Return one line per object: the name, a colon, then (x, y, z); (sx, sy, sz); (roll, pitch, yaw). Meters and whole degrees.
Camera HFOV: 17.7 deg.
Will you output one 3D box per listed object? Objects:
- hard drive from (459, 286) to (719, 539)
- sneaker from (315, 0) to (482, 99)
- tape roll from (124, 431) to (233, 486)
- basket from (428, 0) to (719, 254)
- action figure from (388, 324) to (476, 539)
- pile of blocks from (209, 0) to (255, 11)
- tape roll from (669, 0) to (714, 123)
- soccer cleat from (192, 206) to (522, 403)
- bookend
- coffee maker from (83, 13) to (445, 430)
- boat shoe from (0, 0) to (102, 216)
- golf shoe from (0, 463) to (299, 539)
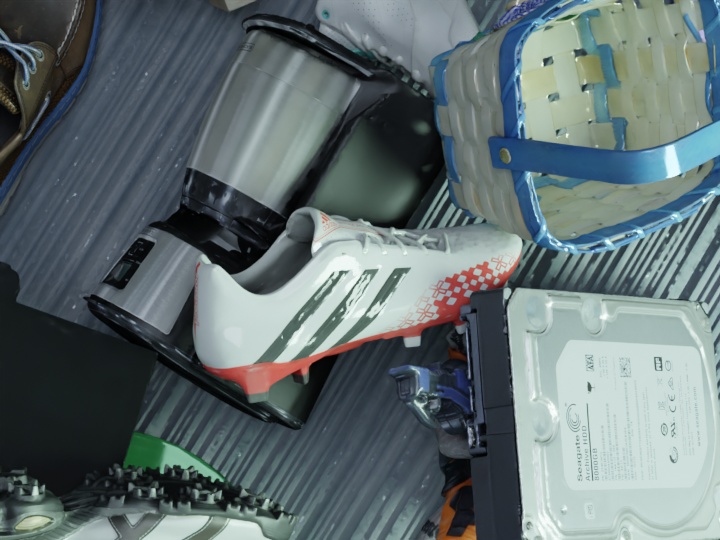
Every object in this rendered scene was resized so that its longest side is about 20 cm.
hard drive: (0.132, 0.083, 1.264); (0.038, 0.199, 0.141); (-11, 79, 41)
sneaker: (0.020, -0.143, 1.353); (0.088, 0.075, 0.201); (-32, 74, 3)
tape roll: (-0.146, 0.192, 1.320); (0.198, 0.048, 0.202); (0, 83, 0)
basket: (0.140, -0.084, 1.217); (0.176, 0.199, 0.140); (-22, 112, -36)
action figure: (0.052, 0.106, 1.288); (0.104, 0.199, 0.195); (-3, 71, 41)
pile of blocks: (-0.129, -0.203, 1.323); (0.198, 0.062, 0.083); (11, 98, -22)
tape roll: (0.277, -0.134, 1.334); (0.198, 0.085, 0.202); (0, 83, 2)
soccer cleat: (0.000, 0.000, 1.222); (0.199, 0.069, 0.086); (-21, 115, -23)
bookend: (-0.143, 0.129, 1.255); (0.197, 0.092, 0.202); (19, 71, -11)
coffee maker: (-0.028, -0.015, 1.301); (0.191, 0.135, 0.201); (28, 85, 3)
boat shoe: (-0.207, -0.107, 1.346); (0.072, 0.072, 0.201); (21, 83, 4)
golf shoe: (-0.131, 0.149, 1.174); (0.198, 0.078, 0.095); (1, 96, -18)
